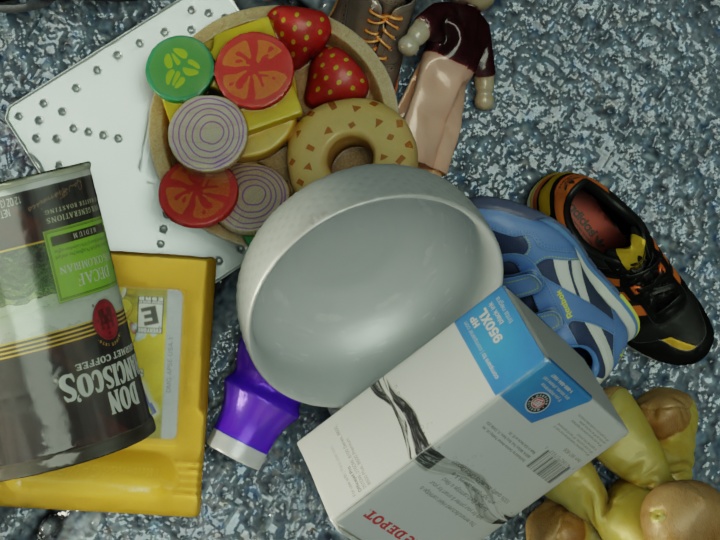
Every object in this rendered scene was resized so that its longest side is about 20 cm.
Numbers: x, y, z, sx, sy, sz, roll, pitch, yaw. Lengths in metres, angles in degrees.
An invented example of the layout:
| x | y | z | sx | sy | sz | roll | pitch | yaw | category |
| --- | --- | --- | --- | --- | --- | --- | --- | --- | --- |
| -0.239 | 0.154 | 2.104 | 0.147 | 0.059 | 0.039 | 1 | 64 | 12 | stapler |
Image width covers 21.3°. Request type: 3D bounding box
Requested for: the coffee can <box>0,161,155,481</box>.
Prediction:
| x | y | z | sx | sy | sz | roll | pitch | yaw | category |
| --- | --- | --- | --- | --- | --- | --- | --- | --- | --- |
| -0.240 | 0.036 | 1.368 | 0.146 | 0.146 | 0.201 | -14 | 95 | -11 | coffee can |

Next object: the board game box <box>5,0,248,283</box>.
| x | y | z | sx | sy | sz | roll | pitch | yaw | category |
| --- | --- | --- | --- | --- | --- | --- | --- | --- | --- |
| -0.142 | -0.092 | 1.495 | 0.200 | 0.026 | 0.201 | -34 | 96 | -10 | board game box |

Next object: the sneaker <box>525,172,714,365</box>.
| x | y | z | sx | sy | sz | roll | pitch | yaw | category |
| --- | --- | --- | --- | --- | --- | --- | --- | --- | --- |
| 0.215 | 0.002 | 1.533 | 0.070 | 0.090 | 0.200 | -44 | 97 | -9 | sneaker |

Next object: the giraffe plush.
| x | y | z | sx | sy | sz | roll | pitch | yaw | category |
| --- | --- | --- | --- | --- | --- | --- | --- | --- | --- |
| 0.229 | 0.203 | 1.470 | 0.172 | 0.162 | 0.201 | -29 | 112 | -6 | giraffe plush |

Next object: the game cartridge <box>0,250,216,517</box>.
| x | y | z | sx | sy | sz | roll | pitch | yaw | category |
| --- | --- | --- | --- | --- | --- | --- | --- | --- | --- |
| -0.203 | 0.084 | 1.460 | 0.175 | 0.032 | 0.201 | 3 | 92 | -4 | game cartridge |

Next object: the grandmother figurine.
| x | y | z | sx | sy | sz | roll | pitch | yaw | category |
| --- | --- | --- | --- | --- | --- | --- | --- | --- | --- |
| 0.068 | -0.166 | 1.513 | 0.060 | 0.121 | 0.201 | 17 | 84 | 30 | grandmother figurine |

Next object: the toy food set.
| x | y | z | sx | sy | sz | roll | pitch | yaw | category |
| --- | --- | --- | --- | --- | --- | --- | --- | --- | --- |
| -0.067 | -0.108 | 1.447 | 0.197 | 0.049 | 0.201 | -20 | 77 | -3 | toy food set |

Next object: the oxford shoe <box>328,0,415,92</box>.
| x | y | z | sx | sy | sz | roll | pitch | yaw | category |
| --- | --- | --- | --- | --- | --- | --- | --- | --- | --- |
| 0.005 | -0.188 | 1.502 | 0.071 | 0.073 | 0.201 | 9 | 88 | -11 | oxford shoe |

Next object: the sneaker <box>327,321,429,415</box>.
| x | y | z | sx | sy | sz | roll | pitch | yaw | category |
| --- | --- | --- | --- | --- | --- | --- | --- | --- | --- |
| 0.058 | 0.048 | 1.501 | 0.078 | 0.090 | 0.200 | 39 | 81 | -7 | sneaker |

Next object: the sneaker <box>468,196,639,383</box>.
| x | y | z | sx | sy | sz | roll | pitch | yaw | category |
| --- | --- | --- | --- | --- | --- | --- | --- | --- | --- |
| 0.140 | 0.020 | 1.486 | 0.200 | 0.074 | 0.082 | 43 | 63 | -26 | sneaker |

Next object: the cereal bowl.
| x | y | z | sx | sy | sz | roll | pitch | yaw | category |
| --- | --- | --- | --- | --- | --- | --- | --- | --- | --- |
| 0.000 | 0.000 | 1.387 | 0.199 | 0.084 | 0.201 | -12 | 134 | -13 | cereal bowl |

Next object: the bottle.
| x | y | z | sx | sy | sz | roll | pitch | yaw | category |
| --- | --- | --- | --- | --- | --- | --- | --- | --- | --- |
| -0.054 | 0.055 | 1.481 | 0.065 | 0.084 | 0.201 | 25 | 86 | 23 | bottle |

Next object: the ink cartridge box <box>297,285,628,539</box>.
| x | y | z | sx | sy | sz | roll | pitch | yaw | category |
| --- | --- | --- | --- | --- | --- | --- | --- | --- | --- |
| 0.076 | 0.125 | 1.421 | 0.200 | 0.084 | 0.145 | -38 | 140 | 11 | ink cartridge box |

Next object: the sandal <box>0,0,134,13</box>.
| x | y | z | sx | sy | sz | roll | pitch | yaw | category |
| --- | --- | --- | --- | --- | --- | --- | --- | --- | --- |
| -0.260 | -0.214 | 1.453 | 0.199 | 0.076 | 0.043 | 3 | 115 | -11 | sandal |
